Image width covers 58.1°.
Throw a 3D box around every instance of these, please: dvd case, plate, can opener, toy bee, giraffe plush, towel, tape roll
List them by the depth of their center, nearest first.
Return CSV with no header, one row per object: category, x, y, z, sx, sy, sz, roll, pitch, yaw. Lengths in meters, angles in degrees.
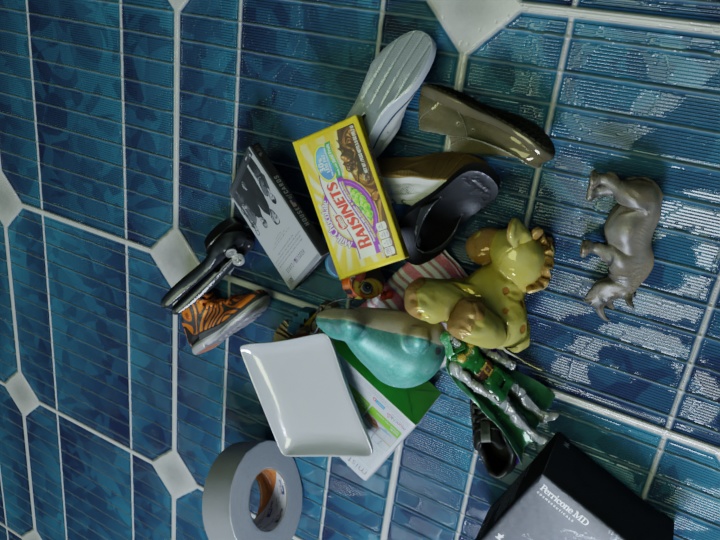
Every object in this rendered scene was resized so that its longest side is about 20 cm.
giraffe plush,0.174,0.012,0.836,0.199,0.173,0.163,23,94,10
toy bee,0.000,0.000,0.971,0.108,0.131,0.201,17,101,-18
towel,0.091,0.066,0.983,0.147,0.030,0.200,50,123,6
plate,-0.081,0.192,0.998,0.199,0.032,0.201,-13,101,39
dvd case,-0.133,-0.079,1.021,0.200,0.025,0.150,56,149,5
can opener,-0.260,0.002,1.112,0.200,0.063,0.079,-48,37,6
tape roll,-0.188,0.407,1.154,0.066,0.200,0.201,-11,101,30

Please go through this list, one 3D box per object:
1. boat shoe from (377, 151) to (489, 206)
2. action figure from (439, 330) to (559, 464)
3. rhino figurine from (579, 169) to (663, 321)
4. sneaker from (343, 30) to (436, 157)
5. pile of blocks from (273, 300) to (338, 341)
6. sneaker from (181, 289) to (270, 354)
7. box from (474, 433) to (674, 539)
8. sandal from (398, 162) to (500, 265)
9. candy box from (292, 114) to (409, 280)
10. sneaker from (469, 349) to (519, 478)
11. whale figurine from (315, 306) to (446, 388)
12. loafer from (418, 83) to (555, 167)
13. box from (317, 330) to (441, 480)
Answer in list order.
boat shoe,0.089,-0.118,0.903,0.199,0.071,0.070,6,130,34
action figure,0.181,0.152,0.880,0.200,0.118,0.055,42,146,-8
rhino figurine,0.319,-0.026,0.804,0.087,0.060,0.201,6,113,16
sneaker,0.036,-0.234,0.890,0.073,0.071,0.200,45,112,16
pile of blocks,-0.113,0.118,1.096,0.082,0.062,0.200,44,122,9
sneaker,-0.254,0.061,1.148,0.200,0.077,0.112,-33,81,25
box,0.296,0.382,0.923,0.196,0.117,0.201,37,119,14
sandal,0.104,-0.067,0.857,0.076,0.043,0.200,28,140,-10
candy box,-0.014,-0.096,0.877,0.102,0.026,0.201,-19,92,23
sneaker,0.190,0.206,0.931,0.069,0.099,0.201,-10,102,29
whale figurine,0.030,0.105,0.898,0.159,0.199,0.104,1,77,48
loafer,0.157,-0.178,0.840,0.200,0.076,0.068,35,122,26
box,-0.006,0.200,1.030,0.200,0.097,0.177,41,130,12
